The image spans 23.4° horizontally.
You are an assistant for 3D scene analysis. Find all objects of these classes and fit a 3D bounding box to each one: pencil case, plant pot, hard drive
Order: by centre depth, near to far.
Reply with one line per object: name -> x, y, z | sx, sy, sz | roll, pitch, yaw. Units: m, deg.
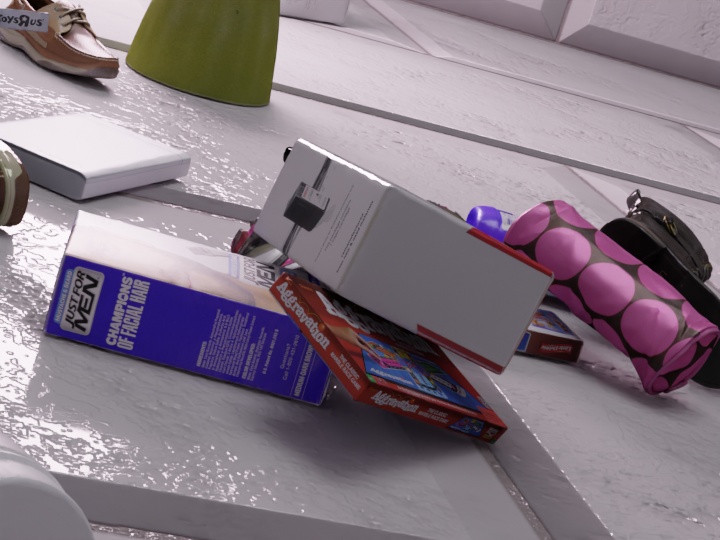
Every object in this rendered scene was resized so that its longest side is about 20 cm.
pencil case -> 0.214, 0.026, 1.501 | 0.090, 0.094, 0.200 | -21, 52, -36
hard drive -> -0.258, -0.109, 1.600 | 0.131, 0.027, 0.200 | 22, 16, 17
plant pot -> -0.174, -0.328, 2.132 | 0.186, 0.201, 0.187 | 16, 15, -5

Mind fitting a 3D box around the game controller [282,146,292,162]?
game controller -> 0.011, -0.079, 1.773 | 0.199, 0.042, 0.104 | 31, 20, 37

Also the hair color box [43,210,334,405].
hair color box -> -0.116, 0.025, 1.227 | 0.198, 0.065, 0.109 | 14, 17, -8

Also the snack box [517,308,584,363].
snack box -> 0.088, 0.039, 1.480 | 0.199, 0.024, 0.072 | 12, 15, -20

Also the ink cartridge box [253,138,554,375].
ink cartridge box -> 0.025, -0.014, 1.245 | 0.144, 0.084, 0.200 | 27, 4, -24

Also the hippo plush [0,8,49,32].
hippo plush -> -0.396, -0.185, 1.574 | 0.198, 0.160, 0.161 | 4, 45, 6

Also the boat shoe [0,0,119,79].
boat shoe -> -0.345, -0.274, 1.990 | 0.199, 0.072, 0.075 | 29, 19, 35

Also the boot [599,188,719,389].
boot -> 0.303, 0.009, 1.615 | 0.201, 0.069, 0.174 | 54, 23, 7

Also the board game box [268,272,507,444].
board game box -> 0.023, 0.062, 1.177 | 0.103, 0.019, 0.200 | 49, 13, 30

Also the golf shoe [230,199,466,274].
golf shoe -> 0.000, 0.000, 1.393 | 0.198, 0.073, 0.092 | -9, 48, -16

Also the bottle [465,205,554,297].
bottle -> 0.195, -0.006, 1.679 | 0.199, 0.066, 0.084 | 16, 13, -8

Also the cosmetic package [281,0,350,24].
cosmetic package -> -0.124, -0.530, 2.962 | 0.199, 0.166, 0.164 | 1, 23, -45

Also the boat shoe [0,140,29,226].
boat shoe -> -0.337, -0.099, 1.395 | 0.074, 0.075, 0.202 | -1, 24, -36

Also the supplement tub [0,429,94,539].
supplement tub -> -0.217, 0.097, 0.728 | 0.131, 0.133, 0.200 | 1, 23, -47
